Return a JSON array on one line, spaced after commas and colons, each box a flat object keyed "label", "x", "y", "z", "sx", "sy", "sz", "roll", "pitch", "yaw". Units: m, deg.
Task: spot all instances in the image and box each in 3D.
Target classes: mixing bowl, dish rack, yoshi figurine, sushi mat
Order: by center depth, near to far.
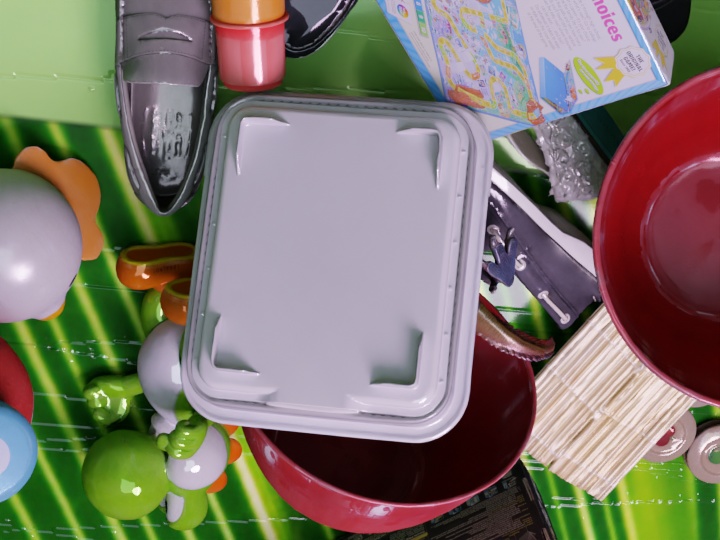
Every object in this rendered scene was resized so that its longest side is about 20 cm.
[{"label": "dish rack", "x": -0.016, "y": -0.009, "z": 0.850, "sx": 0.171, "sy": 0.044, "sz": 0.201, "roll": 5, "pitch": 80, "yaw": 8}, {"label": "mixing bowl", "x": 0.232, "y": -0.019, "z": 0.901, "sx": 0.199, "sy": 0.108, "sz": 0.201, "roll": 0, "pitch": 91, "yaw": 0}, {"label": "mixing bowl", "x": 0.002, "y": 0.094, "z": 0.965, "sx": 0.199, "sy": 0.201, "sz": 0.109, "roll": 10, "pitch": 137, "yaw": -11}, {"label": "yoshi figurine", "x": -0.137, "y": 0.090, "z": 0.984, "sx": 0.111, "sy": 0.113, "sz": 0.201, "roll": 9, "pitch": 116, "yaw": 7}, {"label": "sushi mat", "x": 0.189, "y": 0.061, "z": 1.002, "sx": 0.096, "sy": 0.012, "sz": 0.200, "roll": 37, "pitch": 107, "yaw": -11}]

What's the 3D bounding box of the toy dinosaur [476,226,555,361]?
[{"label": "toy dinosaur", "x": 0.000, "y": 0.000, "z": 0.940, "sx": 0.105, "sy": 0.181, "sz": 0.200, "roll": -53, "pitch": 134, "yaw": -29}]

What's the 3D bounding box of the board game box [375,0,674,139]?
[{"label": "board game box", "x": 0.074, "y": -0.170, "z": 0.829, "sx": 0.134, "sy": 0.034, "sz": 0.200, "roll": -15, "pitch": 126, "yaw": 29}]

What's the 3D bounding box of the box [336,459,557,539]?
[{"label": "box", "x": 0.044, "y": 0.223, "z": 1.027, "sx": 0.199, "sy": 0.161, "sz": 0.049, "roll": -27, "pitch": 114, "yaw": 5}]

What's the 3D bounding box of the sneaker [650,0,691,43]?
[{"label": "sneaker", "x": 0.158, "y": -0.186, "z": 0.869, "sx": 0.075, "sy": 0.088, "sz": 0.200, "roll": -27, "pitch": 138, "yaw": 6}]

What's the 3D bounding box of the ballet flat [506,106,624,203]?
[{"label": "ballet flat", "x": 0.104, "y": -0.120, "z": 0.935, "sx": 0.072, "sy": 0.072, "sz": 0.200, "roll": -30, "pitch": 113, "yaw": 7}]

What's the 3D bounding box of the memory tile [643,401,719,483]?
[{"label": "memory tile", "x": 0.295, "y": 0.071, "z": 1.066, "sx": 0.153, "sy": 0.017, "sz": 0.201, "roll": 22, "pitch": 109, "yaw": -15}]

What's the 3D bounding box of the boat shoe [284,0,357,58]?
[{"label": "boat shoe", "x": -0.010, "y": -0.211, "z": 0.878, "sx": 0.074, "sy": 0.066, "sz": 0.200, "roll": 24, "pitch": 109, "yaw": -17}]

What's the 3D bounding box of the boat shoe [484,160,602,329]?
[{"label": "boat shoe", "x": 0.085, "y": -0.034, "z": 0.968, "sx": 0.200, "sy": 0.074, "sz": 0.060, "roll": 37, "pitch": 101, "yaw": -28}]

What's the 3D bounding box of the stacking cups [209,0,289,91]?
[{"label": "stacking cups", "x": -0.067, "y": -0.205, "z": 0.856, "sx": 0.060, "sy": 0.061, "sz": 0.201, "roll": -3, "pitch": 118, "yaw": -5}]

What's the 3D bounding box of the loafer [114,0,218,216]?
[{"label": "loafer", "x": -0.114, "y": -0.130, "z": 0.899, "sx": 0.070, "sy": 0.070, "sz": 0.201, "roll": -2, "pitch": 115, "yaw": -8}]

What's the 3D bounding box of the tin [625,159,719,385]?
[{"label": "tin", "x": 0.235, "y": -0.013, "z": 1.000, "sx": 0.111, "sy": 0.042, "sz": 0.201, "roll": 3, "pitch": 110, "yaw": -4}]

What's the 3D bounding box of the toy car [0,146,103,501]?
[{"label": "toy car", "x": -0.228, "y": 0.016, "z": 0.925, "sx": 0.200, "sy": 0.184, "sz": 0.177, "roll": -41, "pitch": 115, "yaw": -19}]
